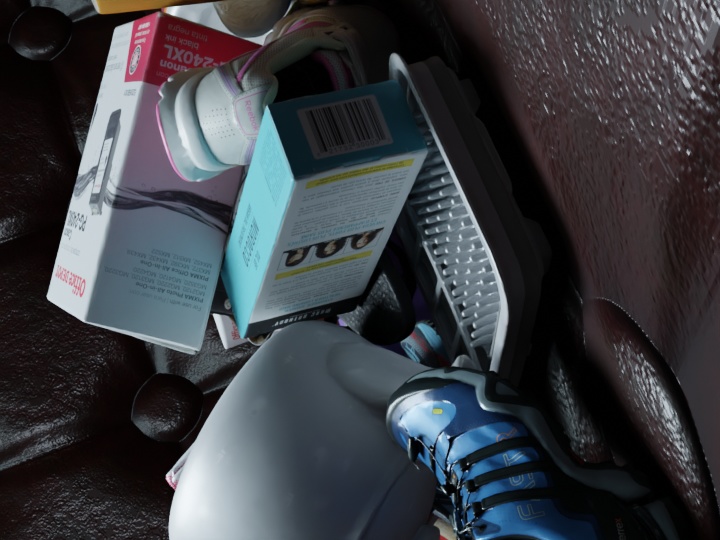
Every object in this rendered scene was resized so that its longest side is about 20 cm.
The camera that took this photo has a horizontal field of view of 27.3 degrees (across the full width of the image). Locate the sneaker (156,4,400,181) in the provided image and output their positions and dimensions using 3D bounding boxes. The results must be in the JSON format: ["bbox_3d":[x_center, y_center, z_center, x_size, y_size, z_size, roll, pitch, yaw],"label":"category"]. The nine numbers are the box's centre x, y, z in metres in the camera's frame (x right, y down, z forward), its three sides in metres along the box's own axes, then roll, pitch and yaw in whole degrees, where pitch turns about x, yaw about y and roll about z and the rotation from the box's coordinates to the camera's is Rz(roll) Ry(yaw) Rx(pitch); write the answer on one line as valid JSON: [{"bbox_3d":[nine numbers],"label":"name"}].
[{"bbox_3d":[-0.027,-0.110,0.899,0.087,0.200,0.082,-2,115,39],"label":"sneaker"}]

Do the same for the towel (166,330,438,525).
[{"bbox_3d":[-0.030,0.155,1.065,0.200,0.147,0.030,47,157,-24],"label":"towel"}]

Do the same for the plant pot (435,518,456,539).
[{"bbox_3d":[0.041,0.323,1.270,0.201,0.198,0.184,-119,15,-49],"label":"plant pot"}]

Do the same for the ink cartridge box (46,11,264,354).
[{"bbox_3d":[-0.137,-0.058,0.988,0.145,0.082,0.203,-167,92,-69],"label":"ink cartridge box"}]

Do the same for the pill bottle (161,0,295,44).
[{"bbox_3d":[-0.115,-0.248,1.245,0.201,0.113,0.115,-105,2,-51],"label":"pill bottle"}]

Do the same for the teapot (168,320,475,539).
[{"bbox_3d":[-0.017,0.142,0.930,0.145,0.199,0.200,29,164,15],"label":"teapot"}]

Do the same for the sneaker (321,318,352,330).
[{"bbox_3d":[-0.015,0.092,1.161,0.069,0.091,0.200,21,170,27],"label":"sneaker"}]

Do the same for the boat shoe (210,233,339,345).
[{"bbox_3d":[-0.073,0.027,1.134,0.200,0.073,0.061,39,-121,-64],"label":"boat shoe"}]

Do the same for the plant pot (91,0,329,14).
[{"bbox_3d":[-0.099,-0.250,0.927,0.200,0.181,0.203,161,90,-82],"label":"plant pot"}]

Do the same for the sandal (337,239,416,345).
[{"bbox_3d":[0.000,-0.001,1.015,0.200,0.047,0.076,-158,53,-66],"label":"sandal"}]

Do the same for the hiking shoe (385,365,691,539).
[{"bbox_3d":[0.072,0.114,0.760,0.199,0.086,0.075,28,139,43],"label":"hiking shoe"}]

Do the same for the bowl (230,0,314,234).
[{"bbox_3d":[-0.042,-0.094,1.111,0.201,0.093,0.203,24,-90,-90],"label":"bowl"}]

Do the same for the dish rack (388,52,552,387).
[{"bbox_3d":[0.063,-0.020,0.866,0.201,0.043,0.173,88,162,-65],"label":"dish rack"}]

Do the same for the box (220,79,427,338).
[{"bbox_3d":[-0.027,-0.031,0.878,0.200,0.081,0.050,115,137,-60],"label":"box"}]

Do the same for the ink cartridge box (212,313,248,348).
[{"bbox_3d":[-0.084,0.006,1.359,0.116,0.198,0.067,88,160,-67],"label":"ink cartridge box"}]

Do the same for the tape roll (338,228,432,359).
[{"bbox_3d":[0.029,0.046,1.173,0.200,0.065,0.203,161,90,-81],"label":"tape roll"}]

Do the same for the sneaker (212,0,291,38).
[{"bbox_3d":[-0.068,-0.243,1.096,0.105,0.075,0.203,60,-153,-64],"label":"sneaker"}]

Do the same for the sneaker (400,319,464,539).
[{"bbox_3d":[0.057,0.125,0.999,0.201,0.095,0.079,66,-173,32],"label":"sneaker"}]
